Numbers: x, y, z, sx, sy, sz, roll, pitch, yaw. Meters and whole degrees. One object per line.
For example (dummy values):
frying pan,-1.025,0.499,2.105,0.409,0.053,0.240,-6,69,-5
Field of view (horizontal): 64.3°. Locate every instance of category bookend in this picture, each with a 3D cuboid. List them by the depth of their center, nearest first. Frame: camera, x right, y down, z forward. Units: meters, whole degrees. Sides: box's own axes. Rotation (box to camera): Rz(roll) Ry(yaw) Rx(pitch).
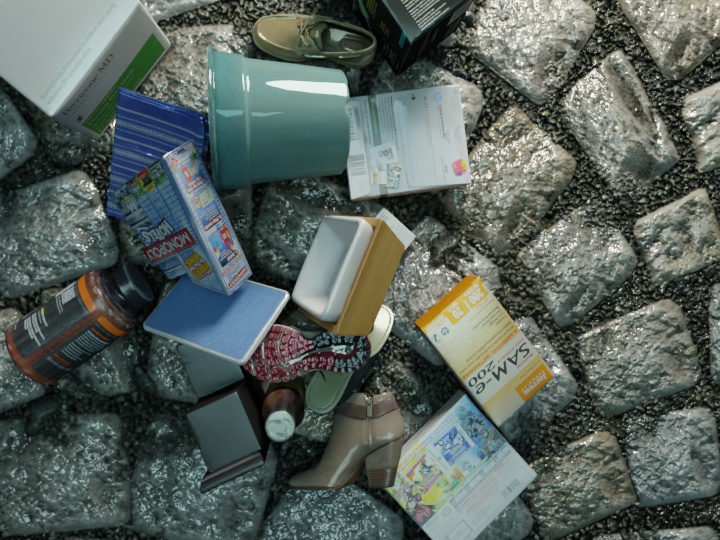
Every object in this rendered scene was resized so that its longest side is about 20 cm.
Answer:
bookend,-0.207,0.174,0.826,0.090,0.200,0.203,-22,94,-3

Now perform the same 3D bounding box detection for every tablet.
tablet,-0.212,0.059,0.838,0.196,0.014,0.131,14,54,27

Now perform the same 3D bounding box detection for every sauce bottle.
sauce bottle,-0.112,0.199,0.833,0.064,0.200,0.068,0,94,-4

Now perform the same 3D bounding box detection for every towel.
towel,-0.307,-0.153,0.857,0.142,0.024,0.204,18,114,0

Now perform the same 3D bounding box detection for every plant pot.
plant pot,-0.120,-0.216,0.835,0.191,0.200,0.206,-4,92,-12

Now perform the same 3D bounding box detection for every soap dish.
soap dish,-0.022,0.004,0.820,0.080,0.199,0.160,23,88,-22

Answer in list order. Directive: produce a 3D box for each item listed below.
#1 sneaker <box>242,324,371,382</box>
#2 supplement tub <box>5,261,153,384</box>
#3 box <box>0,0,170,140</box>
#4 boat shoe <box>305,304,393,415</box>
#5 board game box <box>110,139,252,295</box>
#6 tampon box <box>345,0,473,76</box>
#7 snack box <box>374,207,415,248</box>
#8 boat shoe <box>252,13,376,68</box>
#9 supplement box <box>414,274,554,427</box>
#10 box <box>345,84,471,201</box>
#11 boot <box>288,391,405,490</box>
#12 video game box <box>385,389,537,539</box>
sneaker,-0.081,0.120,0.838,0.195,0.075,0.083,2,88,0
supplement tub,-0.411,0.073,0.854,0.198,0.107,0.108,-34,94,-2
box,-0.418,-0.336,0.809,0.199,0.171,0.200,39,89,-4
boat shoe,-0.013,0.144,0.904,0.073,0.067,0.201,25,66,17
board game box,-0.254,-0.051,0.817,0.197,0.062,0.202,-17,111,40
tampon box,0.055,-0.431,0.852,0.125,0.150,0.202,-36,94,-2
snack box,0.000,0.000,0.923,0.072,0.024,0.201,39,89,-3
boat shoe,-0.071,-0.363,0.887,0.195,0.065,0.074,10,91,-4
supplement box,0.196,0.125,0.916,0.126,0.074,0.201,-40,94,-2
box,0.069,-0.203,0.915,0.195,0.041,0.160,-9,92,-3
boot,-0.024,0.268,0.912,0.195,0.070,0.150,-6,79,10
video game box,0.155,0.332,0.933,0.200,0.047,0.183,-43,96,-2
